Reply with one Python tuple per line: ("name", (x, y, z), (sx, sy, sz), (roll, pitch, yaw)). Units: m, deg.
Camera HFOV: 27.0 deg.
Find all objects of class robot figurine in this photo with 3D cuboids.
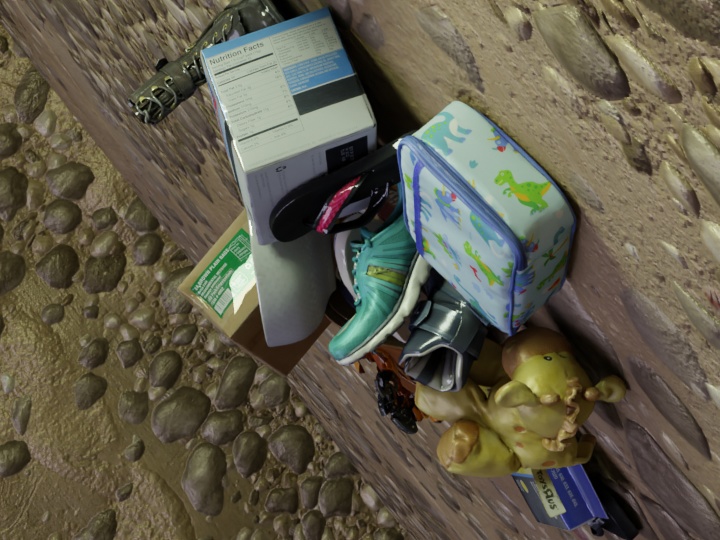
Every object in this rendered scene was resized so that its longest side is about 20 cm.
("robot figurine", (0.048, 0.097, 1.816), (0.058, 0.145, 0.201), (-15, 104, 53))

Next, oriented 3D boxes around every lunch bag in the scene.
("lunch bag", (0.103, -0.044, 1.289), (0.161, 0.082, 0.200), (47, 166, 19))

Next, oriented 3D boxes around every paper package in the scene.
("paper package", (-0.093, 0.003, 1.806), (0.103, 0.200, 0.191), (39, 178, 28))

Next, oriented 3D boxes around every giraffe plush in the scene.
("giraffe plush", (0.165, 0.126, 1.467), (0.200, 0.172, 0.163), (50, 153, 16))

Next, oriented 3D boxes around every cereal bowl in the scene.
("cereal bowl", (-0.071, -0.021, 1.610), (0.200, 0.082, 0.202), (174, 90, -90))

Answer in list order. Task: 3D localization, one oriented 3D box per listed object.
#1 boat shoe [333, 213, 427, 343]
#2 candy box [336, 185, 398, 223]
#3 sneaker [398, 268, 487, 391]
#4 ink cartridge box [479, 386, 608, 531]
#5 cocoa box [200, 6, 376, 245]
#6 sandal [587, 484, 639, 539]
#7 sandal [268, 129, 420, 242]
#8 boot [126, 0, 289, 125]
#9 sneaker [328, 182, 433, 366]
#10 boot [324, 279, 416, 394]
("boat shoe", (0.000, 0.000, 1.561), (0.092, 0.075, 0.200), (28, 160, 38))
("candy box", (0.022, -0.056, 1.620), (0.115, 0.055, 0.200), (44, 167, 15))
("sneaker", (0.077, 0.040, 1.476), (0.076, 0.147, 0.202), (24, 175, -13))
("ink cartridge box", (0.198, 0.205, 1.738), (0.199, 0.047, 0.200), (63, 172, 2))
("cocoa box", (-0.064, -0.134, 1.429), (0.200, 0.132, 0.132), (87, 162, -72))
("sandal", (0.278, 0.296, 1.816), (0.076, 0.043, 0.200), (51, 169, -8))
("sandal", (-0.006, -0.067, 1.385), (0.075, 0.199, 0.045), (7, -119, -55))
("boot", (-0.156, -0.206, 1.515), (0.069, 0.174, 0.200), (52, 169, -15))
("sneaker", (0.021, -0.004, 1.427), (0.079, 0.201, 0.077), (31, 175, -17))
("boot", (0.049, 0.083, 1.710), (0.198, 0.077, 0.156), (12, 154, 7))
